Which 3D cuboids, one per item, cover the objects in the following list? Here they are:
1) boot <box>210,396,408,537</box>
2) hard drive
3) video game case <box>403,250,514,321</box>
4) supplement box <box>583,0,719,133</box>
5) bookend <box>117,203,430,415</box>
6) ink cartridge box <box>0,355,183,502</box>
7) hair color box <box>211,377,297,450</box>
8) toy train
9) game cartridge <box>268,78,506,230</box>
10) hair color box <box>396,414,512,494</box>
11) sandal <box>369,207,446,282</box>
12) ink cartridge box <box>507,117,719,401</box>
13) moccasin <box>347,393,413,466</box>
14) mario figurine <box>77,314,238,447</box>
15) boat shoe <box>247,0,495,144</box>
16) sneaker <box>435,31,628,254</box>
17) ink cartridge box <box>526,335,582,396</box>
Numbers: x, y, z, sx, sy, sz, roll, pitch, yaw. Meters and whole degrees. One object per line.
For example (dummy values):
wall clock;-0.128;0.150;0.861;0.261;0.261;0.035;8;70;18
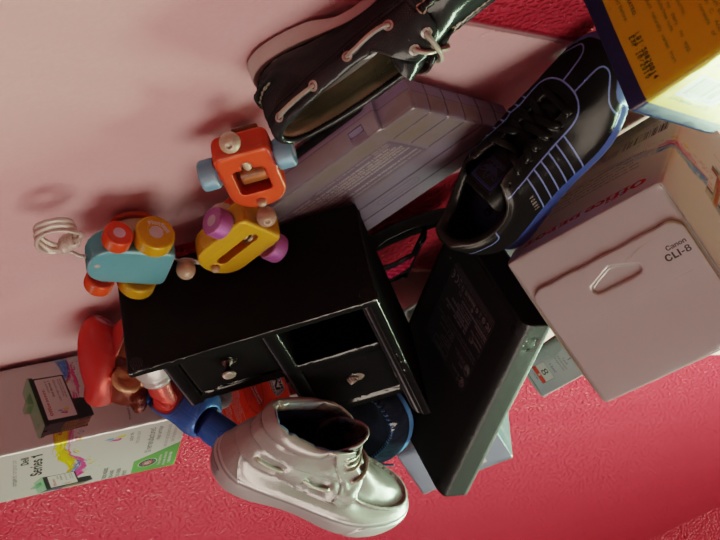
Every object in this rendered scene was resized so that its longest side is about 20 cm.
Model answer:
boot;-0.018;0.160;1.232;0.200;0.074;0.096;18;137;-36
hard drive;0.084;0.073;1.277;0.033;0.140;0.200;-1;131;-29
video game case;0.116;0.008;1.430;0.200;0.018;0.143;-34;171;36
supplement box;0.261;-0.191;0.979;0.109;0.109;0.200;6;148;-47
bookend;-0.065;0.061;1.218;0.199;0.092;0.199;-16;147;6
ink cartridge box;-0.272;0.143;1.399;0.199;0.084;0.145;-11;158;-18
hair color box;-0.069;0.115;1.408;0.101;0.061;0.200;-11;161;-29
toy train;-0.131;-0.049;1.094;0.199;0.056;0.150;-18;145;10
game cartridge;0.003;-0.078;1.155;0.200;0.038;0.129;-33;151;34
hair color box;0.090;0.121;1.500;0.099;0.200;0.061;-25;119;16
sandal;0.000;0.000;1.284;0.200;0.045;0.075;-26;175;-5
ink cartridge box;0.233;-0.020;1.214;0.145;0.145;0.200;-30;-168;30
moccasin;-0.015;0.160;1.357;0.068;0.081;0.200;-26;167;-31
mario figurine;-0.149;0.093;1.293;0.200;0.106;0.123;33;139;-6
boat shoe;0.022;-0.145;0.961;0.200;0.060;0.076;-28;157;24
sneaker;0.127;-0.089;1.107;0.078;0.070;0.200;-10;137;-50
ink cartridge box;0.260;0.035;1.388;0.162;0.050;0.200;-29;172;-40
